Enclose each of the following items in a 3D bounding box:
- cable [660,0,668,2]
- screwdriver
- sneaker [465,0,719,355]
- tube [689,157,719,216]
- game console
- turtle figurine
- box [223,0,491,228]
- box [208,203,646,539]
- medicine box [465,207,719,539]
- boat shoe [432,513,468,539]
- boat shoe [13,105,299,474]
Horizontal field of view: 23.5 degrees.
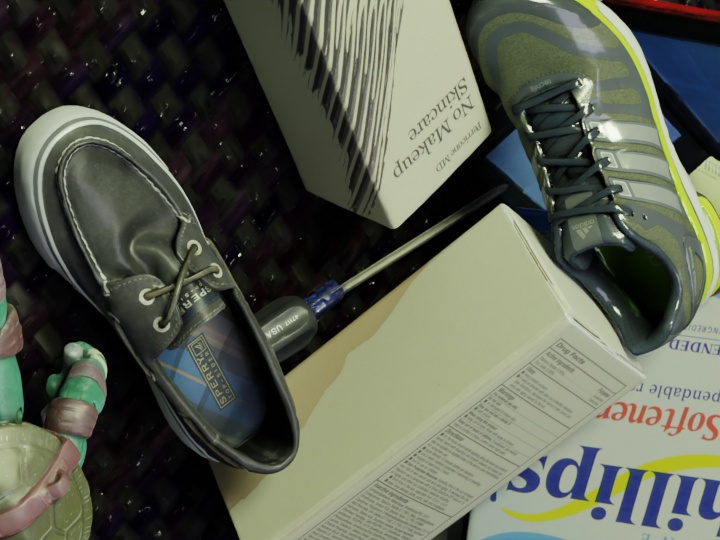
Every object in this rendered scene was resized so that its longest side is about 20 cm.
[{"bbox_3d":[0.121,-0.214,0.902,0.162,0.051,0.202,-15,124,-37],"label":"cable"},{"bbox_3d":[0.000,0.000,0.886,0.200,0.029,0.028,-37,148,-28],"label":"screwdriver"},{"bbox_3d":[0.112,-0.049,0.819,0.201,0.074,0.081,54,33,-17],"label":"sneaker"},{"bbox_3d":[0.183,0.006,1.080,0.058,0.051,0.202,17,93,-81],"label":"tube"},{"bbox_3d":[0.162,-0.060,0.921,0.172,0.119,0.200,-42,143,11],"label":"game console"},{"bbox_3d":[-0.156,0.078,0.713,0.149,0.100,0.201,-38,128,-28],"label":"turtle figurine"},{"bbox_3d":[-0.010,-0.121,0.783,0.082,0.068,0.201,-46,136,-20],"label":"box"},{"bbox_3d":[0.030,0.069,0.854,0.199,0.078,0.095,-38,142,13],"label":"box"},{"bbox_3d":[0.159,0.082,0.929,0.103,0.180,0.202,49,48,-75],"label":"medicine box"},{"bbox_3d":[0.032,0.173,0.989,0.063,0.071,0.202,-16,129,-41],"label":"boat shoe"},{"bbox_3d":[-0.082,0.016,0.763,0.070,0.066,0.201,-38,125,-22],"label":"boat shoe"}]
